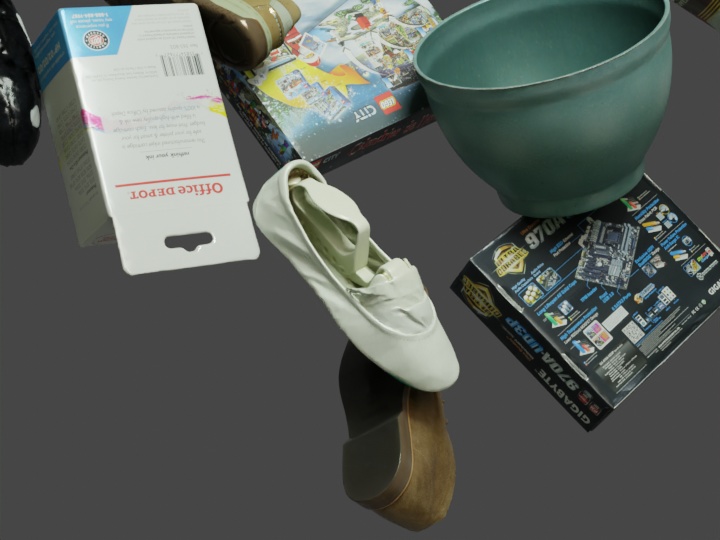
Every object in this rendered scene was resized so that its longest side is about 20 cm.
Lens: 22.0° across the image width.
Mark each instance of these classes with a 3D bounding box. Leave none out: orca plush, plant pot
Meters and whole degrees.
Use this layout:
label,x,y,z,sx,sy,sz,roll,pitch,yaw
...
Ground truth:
label,x,y,z,sx,sy,sz,roll,pitch,yaw
orca plush,-0.264,-0.180,1.368,0.104,0.071,0.202,12,57,-16
plant pot,0.151,-0.126,1.434,0.198,0.135,0.201,-12,28,7

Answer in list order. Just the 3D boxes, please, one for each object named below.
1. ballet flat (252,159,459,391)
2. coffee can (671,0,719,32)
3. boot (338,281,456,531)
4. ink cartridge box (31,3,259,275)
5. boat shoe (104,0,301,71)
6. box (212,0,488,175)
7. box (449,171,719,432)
label,x,y,z,sx,sy,sz,roll,pitch,yaw
ballet flat,0.000,0.000,1.302,0.069,0.070,0.200,-32,70,-34
coffee can,0.350,-0.277,1.642,0.199,0.147,0.147,32,53,-2
boot,0.032,0.097,1.345,0.075,0.073,0.201,38,42,-35
ink cartridge box,-0.156,-0.087,1.343,0.114,0.068,0.202,-7,75,-32
boat shoe,-0.132,-0.221,1.428,0.199,0.072,0.076,33,55,22
box,-0.013,-0.162,1.485,0.199,0.038,0.137,-27,74,-33
box,0.191,0.009,1.463,0.159,0.046,0.200,46,54,8
